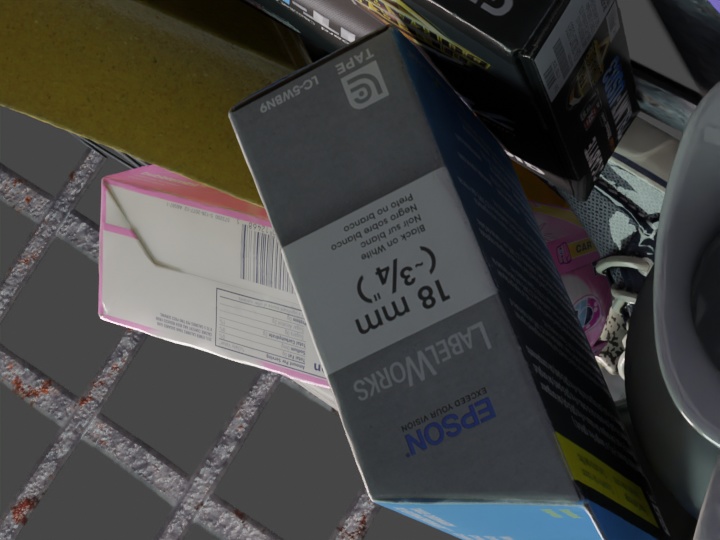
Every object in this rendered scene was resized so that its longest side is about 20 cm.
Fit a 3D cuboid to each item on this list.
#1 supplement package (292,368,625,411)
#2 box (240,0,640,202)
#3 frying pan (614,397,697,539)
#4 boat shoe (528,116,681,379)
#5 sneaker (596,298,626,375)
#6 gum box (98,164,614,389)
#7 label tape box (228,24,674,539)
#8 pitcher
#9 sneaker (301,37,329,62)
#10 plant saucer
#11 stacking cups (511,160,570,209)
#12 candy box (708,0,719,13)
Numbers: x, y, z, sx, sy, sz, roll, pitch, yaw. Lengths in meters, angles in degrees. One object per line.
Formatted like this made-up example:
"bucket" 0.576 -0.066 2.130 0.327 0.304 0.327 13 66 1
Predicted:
"supplement package" 0.050 0.035 1.234 0.150 0.152 0.200 35 176 -21
"box" -0.004 -0.109 0.687 0.200 0.050 0.199 33 175 14
"frying pan" 0.109 0.071 0.869 0.031 0.114 0.191 -138 32 -68
"boat shoe" 0.120 0.009 0.799 0.200 0.093 0.075 33 176 0
"sneaker" 0.177 0.054 0.928 0.200 0.089 0.077 34 176 -21
"gum box" 0.000 0.000 0.868 0.199 0.066 0.113 15 -159 34
"label tape box" 0.040 0.041 0.652 0.201 0.063 0.144 69 -167 21
"pitcher" 0.131 0.047 0.624 0.121 0.172 0.200 15 170 17
"sneaker" -0.022 -0.087 1.008 0.092 0.076 0.200 42 165 -22
"plant saucer" -0.101 -0.115 0.822 0.199 0.049 0.200 21 -154 -30
"stacking cups" 0.090 -0.020 0.997 0.060 0.061 0.200 31 180 17
"candy box" 0.150 -0.022 0.302 0.169 0.077 0.200 31 177 44
